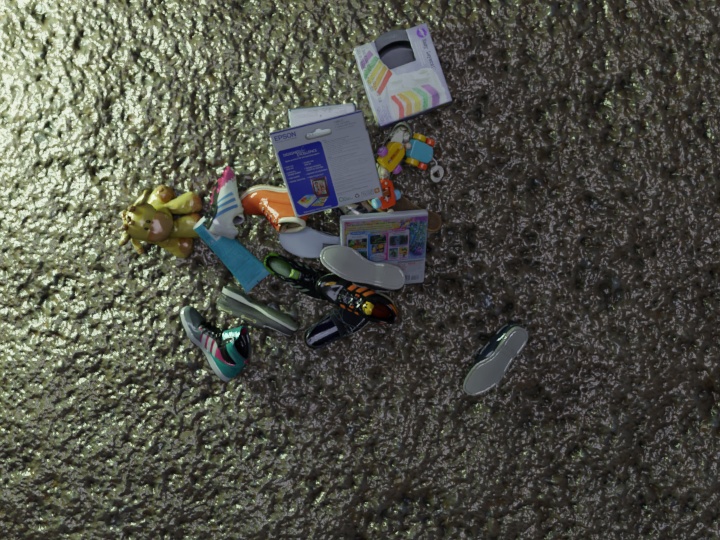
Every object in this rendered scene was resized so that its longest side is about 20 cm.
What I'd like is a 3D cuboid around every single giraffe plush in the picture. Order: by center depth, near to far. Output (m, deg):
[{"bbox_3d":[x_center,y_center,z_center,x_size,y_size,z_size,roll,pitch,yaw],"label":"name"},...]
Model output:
[{"bbox_3d":[-0.466,-0.112,1.519,0.197,0.162,0.175,-3,91,0],"label":"giraffe plush"}]

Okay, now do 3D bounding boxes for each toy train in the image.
[{"bbox_3d":[0.091,-0.223,1.516,0.199,0.055,0.152,-29,118,-25],"label":"toy train"}]

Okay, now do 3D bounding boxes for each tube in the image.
[{"bbox_3d":[-0.300,-0.042,1.562,0.077,0.050,0.200,-39,110,5],"label":"tube"}]

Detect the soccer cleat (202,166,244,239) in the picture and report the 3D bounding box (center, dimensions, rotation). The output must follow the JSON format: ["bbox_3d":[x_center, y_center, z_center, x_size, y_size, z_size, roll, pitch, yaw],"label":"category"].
[{"bbox_3d":[-0.301,-0.151,1.535,0.086,0.202,0.070,26,134,-23],"label":"soccer cleat"}]

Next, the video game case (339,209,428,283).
[{"bbox_3d":[0.052,-0.046,1.526,0.197,0.024,0.184,-5,121,-9],"label":"video game case"}]

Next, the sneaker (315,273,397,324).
[{"bbox_3d":[-0.003,0.065,1.500,0.198,0.090,0.071,23,97,-15],"label":"sneaker"}]

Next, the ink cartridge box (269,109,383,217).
[{"bbox_3d":[-0.068,-0.224,1.396,0.195,0.047,0.202,-12,122,5],"label":"ink cartridge box"}]

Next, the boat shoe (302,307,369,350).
[{"bbox_3d":[-0.046,0.123,1.567,0.198,0.062,0.075,-30,90,-1],"label":"boat shoe"}]

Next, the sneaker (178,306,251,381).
[{"bbox_3d":[-0.320,0.147,1.545,0.120,0.084,0.201,-32,98,22],"label":"sneaker"}]

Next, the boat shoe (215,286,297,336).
[{"bbox_3d":[-0.242,0.107,1.568,0.199,0.072,0.061,28,95,7],"label":"boat shoe"}]

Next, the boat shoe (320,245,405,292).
[{"bbox_3d":[0.000,0.000,1.493,0.197,0.060,0.075,14,71,-15],"label":"boat shoe"}]

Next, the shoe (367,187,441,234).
[{"bbox_3d":[0.091,-0.138,1.554,0.198,0.053,0.071,29,72,-7],"label":"shoe"}]

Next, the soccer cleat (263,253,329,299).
[{"bbox_3d":[-0.135,0.017,1.557,0.198,0.081,0.068,24,91,0],"label":"soccer cleat"}]

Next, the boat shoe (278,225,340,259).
[{"bbox_3d":[-0.091,-0.062,1.563,0.196,0.068,0.075,4,88,-6],"label":"boat shoe"}]

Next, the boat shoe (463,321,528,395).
[{"bbox_3d":[0.306,0.201,1.562,0.074,0.062,0.201,32,100,-15],"label":"boat shoe"}]

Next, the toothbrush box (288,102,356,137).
[{"bbox_3d":[-0.075,-0.304,1.494,0.144,0.200,0.087,-6,93,0],"label":"toothbrush box"}]

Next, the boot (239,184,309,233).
[{"bbox_3d":[-0.199,-0.135,1.525,0.197,0.075,0.109,-1,64,25],"label":"boot"}]

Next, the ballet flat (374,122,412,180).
[{"bbox_3d":[0.058,-0.254,1.560,0.067,0.064,0.202,28,91,-2],"label":"ballet flat"}]

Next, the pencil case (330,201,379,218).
[{"bbox_3d":[-0.026,-0.143,1.557,0.200,0.089,0.078,42,63,0],"label":"pencil case"}]

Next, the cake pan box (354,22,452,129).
[{"bbox_3d":[0.097,-0.453,1.565,0.182,0.052,0.203,-18,90,-1],"label":"cake pan box"}]
